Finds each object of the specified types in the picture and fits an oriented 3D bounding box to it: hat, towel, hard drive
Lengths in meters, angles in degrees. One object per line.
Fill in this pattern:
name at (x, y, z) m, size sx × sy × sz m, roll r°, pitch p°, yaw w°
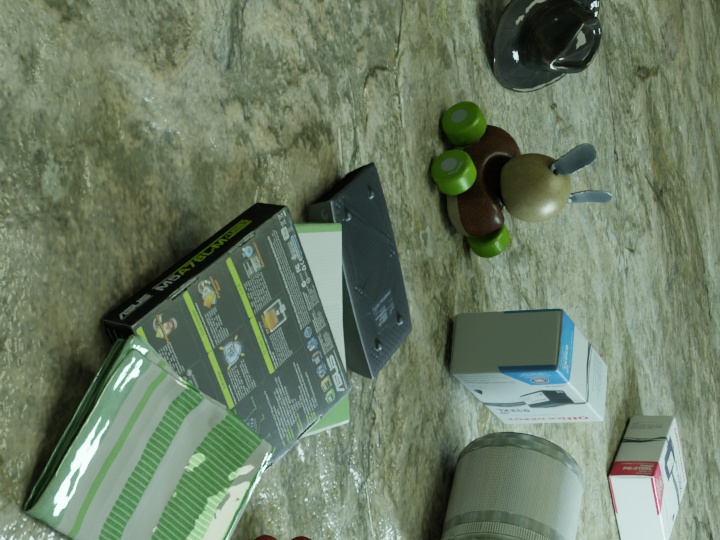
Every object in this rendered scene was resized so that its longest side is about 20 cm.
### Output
hat at (0.283, -0.320, 1.905) m, size 0.200 × 0.081 × 0.202 m, roll -24°, pitch 137°, yaw -24°
towel at (-0.155, 0.158, 1.055) m, size 0.200 × 0.023 × 0.153 m, roll 45°, pitch 65°, yaw -45°
hard drive at (0.000, 0.000, 1.440) m, size 0.135 × 0.042 × 0.201 m, roll -47°, pitch 128°, yaw -57°

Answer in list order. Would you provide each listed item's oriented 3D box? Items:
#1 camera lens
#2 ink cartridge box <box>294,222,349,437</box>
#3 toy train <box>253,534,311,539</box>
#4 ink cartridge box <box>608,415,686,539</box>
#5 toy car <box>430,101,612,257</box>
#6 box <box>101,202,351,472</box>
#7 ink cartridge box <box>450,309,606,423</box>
camera lens at (0.181, 0.309, 1.631) m, size 0.160 × 0.159 × 0.201 m, roll 59°, pitch 37°, yaw -43°
ink cartridge box at (-0.064, 0.055, 1.298) m, size 0.145 × 0.048 × 0.202 m, roll -6°, pitch 96°, yaw -63°
toy train at (-0.010, 0.302, 1.202) m, size 0.085 × 0.199 × 0.117 m, roll 22°, pitch 71°, yaw -61°
ink cartridge box at (0.508, 0.367, 2.377) m, size 0.200 × 0.084 × 0.146 m, roll -50°, pitch 130°, yaw -55°
toy car at (0.214, -0.121, 1.719) m, size 0.165 × 0.199 × 0.159 m, roll 55°, pitch 39°, yaw -46°
box at (-0.106, 0.075, 1.150) m, size 0.193 × 0.047 × 0.201 m, roll -40°, pitch 124°, yaw -34°
ink cartridge box at (0.220, 0.127, 1.738) m, size 0.200 × 0.144 × 0.084 m, roll 43°, pitch 48°, yaw -54°
